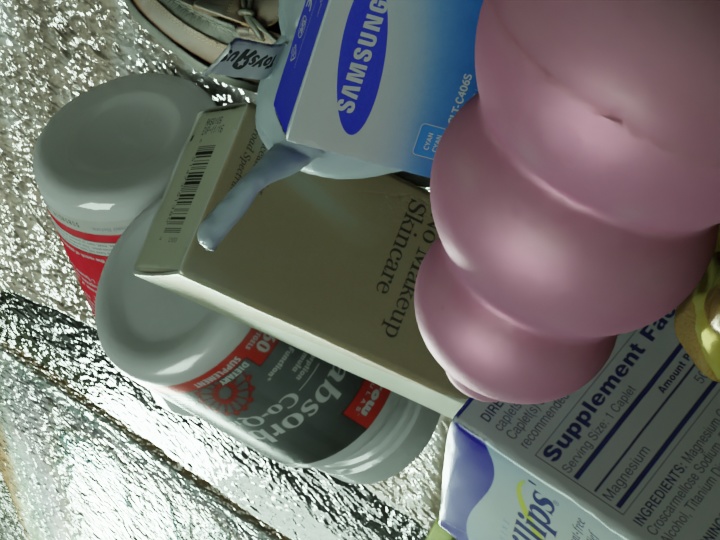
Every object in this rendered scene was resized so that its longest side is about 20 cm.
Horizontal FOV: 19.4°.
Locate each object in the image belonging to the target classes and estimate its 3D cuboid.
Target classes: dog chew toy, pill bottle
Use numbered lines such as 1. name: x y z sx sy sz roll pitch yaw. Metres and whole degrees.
1. dog chew toy: 0.082 -0.034 0.756 0.124 0.125 0.200 35 122 15
2. pill bottle: -0.113 -0.009 1.251 0.112 0.112 0.200 22 146 33
3. pill bottle: -0.044 0.042 1.176 0.116 0.116 0.200 15 167 41

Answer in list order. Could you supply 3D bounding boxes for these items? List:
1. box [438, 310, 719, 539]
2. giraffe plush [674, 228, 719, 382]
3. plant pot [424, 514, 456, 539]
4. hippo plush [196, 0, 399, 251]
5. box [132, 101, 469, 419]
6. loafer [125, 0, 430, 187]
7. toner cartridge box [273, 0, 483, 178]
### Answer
1. box: 0.167 0.082 0.941 0.200 0.184 0.105 34 152 17
2. giraffe plush: 0.233 -0.017 0.784 0.162 0.173 0.200 31 111 -2
3. plant pot: 0.115 0.250 1.277 0.200 0.187 0.187 26 151 0
4. hippo plush: 0.044 -0.096 0.904 0.160 0.200 0.160 10 108 17
5. box: 0.000 0.000 1.052 0.200 0.095 0.078 24 171 -22
6. loafer: -0.024 -0.117 1.051 0.200 0.072 0.063 31 134 9
7. toner cartridge box: 0.042 -0.135 0.791 0.095 0.200 0.043 13 -161 -14
